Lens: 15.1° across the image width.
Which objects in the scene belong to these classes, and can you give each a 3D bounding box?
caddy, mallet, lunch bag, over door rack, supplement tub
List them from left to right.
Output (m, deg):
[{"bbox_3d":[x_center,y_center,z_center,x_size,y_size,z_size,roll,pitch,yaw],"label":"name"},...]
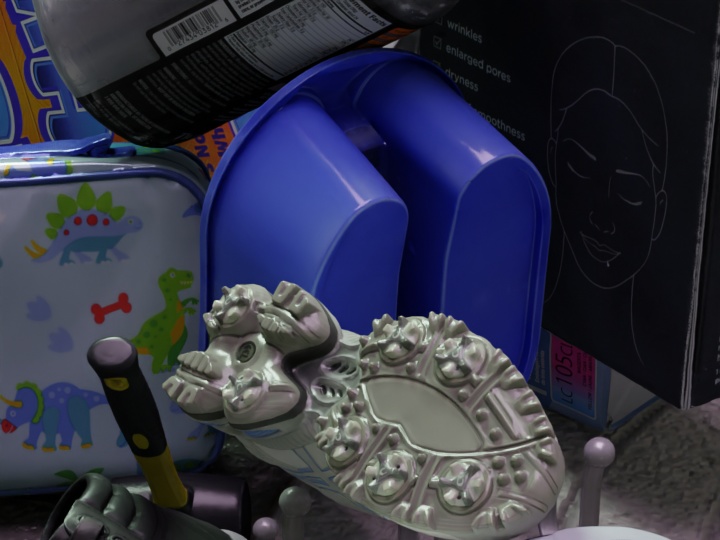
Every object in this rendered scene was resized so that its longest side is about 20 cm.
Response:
[{"bbox_3d":[-0.158,0.019,1.239,0.199,0.161,0.082,-5,14,-4],"label":"lunch bag"},{"bbox_3d":[-0.097,0.076,1.130,0.066,0.200,0.041,-4,63,11],"label":"mallet"},{"bbox_3d":[-0.036,-0.143,1.183,0.200,0.123,0.123,-24,16,28],"label":"supplement tub"},{"bbox_3d":[0.000,0.000,1.192,0.141,0.200,0.105,-19,41,-28],"label":"caddy"},{"bbox_3d":[0.047,0.113,1.106,0.147,0.067,0.200,-9,7,-15],"label":"over door rack"}]

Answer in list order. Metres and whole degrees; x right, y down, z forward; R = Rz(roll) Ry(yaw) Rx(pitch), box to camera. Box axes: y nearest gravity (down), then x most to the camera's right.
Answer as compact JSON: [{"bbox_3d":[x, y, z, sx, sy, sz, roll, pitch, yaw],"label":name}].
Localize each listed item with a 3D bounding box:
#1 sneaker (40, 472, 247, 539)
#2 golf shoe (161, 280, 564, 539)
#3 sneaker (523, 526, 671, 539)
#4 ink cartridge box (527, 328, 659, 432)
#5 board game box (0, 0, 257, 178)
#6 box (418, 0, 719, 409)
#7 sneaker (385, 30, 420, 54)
[{"bbox_3d":[-0.078,0.145,1.061,0.099,0.071,0.200,24,12,-24],"label":"sneaker"},{"bbox_3d":[0.019,0.063,1.037,0.200,0.097,0.078,23,75,49],"label":"golf shoe"},{"bbox_3d":[0.034,0.128,0.966,0.200,0.073,0.071,-6,12,-28],"label":"sneaker"},{"bbox_3d":[0.086,-0.005,1.384,0.200,0.076,0.136,24,36,35],"label":"ink cartridge box"},{"bbox_3d":[-0.102,-0.121,1.417,0.200,0.200,0.200,-2,19,44],"label":"board game box"},{"bbox_3d":[0.130,-0.076,1.230,0.124,0.197,0.200,-19,34,-33],"label":"box"},{"bbox_3d":[0.023,-0.060,1.327,0.073,0.112,0.200,-29,22,54],"label":"sneaker"}]
